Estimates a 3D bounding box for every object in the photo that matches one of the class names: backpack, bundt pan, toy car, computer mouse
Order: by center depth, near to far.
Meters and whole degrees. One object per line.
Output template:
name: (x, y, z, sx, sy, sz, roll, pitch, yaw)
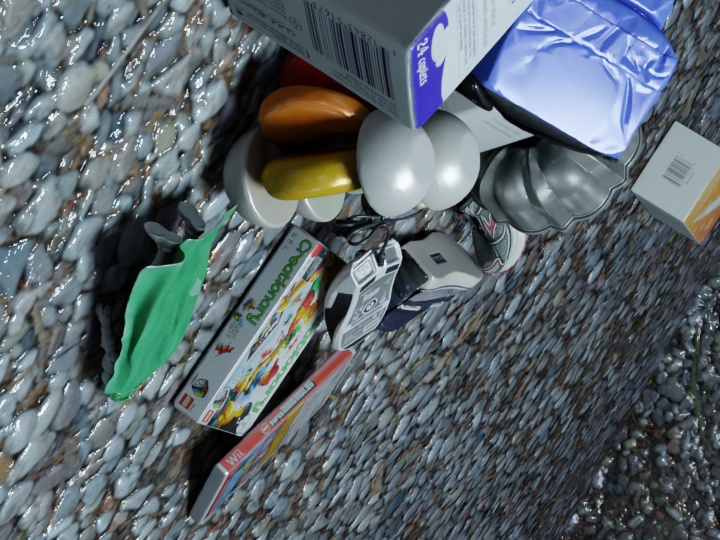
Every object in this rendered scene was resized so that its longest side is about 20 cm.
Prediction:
backpack: (0.148, -0.195, 1.277, 0.162, 0.200, 0.168, 31, 95, -26)
toy car: (-0.010, -0.116, 1.294, 0.200, 0.174, 0.151, -11, 95, -61)
computer mouse: (0.000, 0.000, 1.493, 0.109, 0.044, 0.201, -32, 155, -36)
bundt pan: (0.172, -0.141, 1.571, 0.203, 0.202, 0.076, -58, 147, 5)

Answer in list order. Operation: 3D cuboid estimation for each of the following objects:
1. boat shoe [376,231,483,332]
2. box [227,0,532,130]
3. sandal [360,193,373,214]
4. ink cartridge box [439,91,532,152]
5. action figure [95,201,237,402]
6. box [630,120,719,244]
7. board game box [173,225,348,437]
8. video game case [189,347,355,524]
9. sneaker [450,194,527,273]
boat shoe: (0.062, 0.015, 1.745, 0.093, 0.075, 0.200, -44, 164, 18)
box: (0.028, -0.233, 1.121, 0.200, 0.183, 0.105, -48, 157, -18)
sandal: (0.035, -0.108, 1.518, 0.082, 0.054, 0.200, -62, 174, 32)
ink cartridge box: (0.147, -0.179, 1.457, 0.199, 0.088, 0.145, -19, 168, 20)
action figure: (-0.170, 0.037, 1.270, 0.118, 0.055, 0.201, -33, 156, -49)
box: (0.498, -0.130, 2.427, 0.125, 0.097, 0.200, -57, 160, 3)
board game box: (-0.088, 0.061, 1.510, 0.201, 0.035, 0.126, -56, 160, 0)
video game case: (-0.091, 0.167, 1.638, 0.200, 0.017, 0.143, -43, 171, -32)
sneaker: (0.130, -0.074, 1.740, 0.074, 0.081, 0.201, -29, 137, -19)
